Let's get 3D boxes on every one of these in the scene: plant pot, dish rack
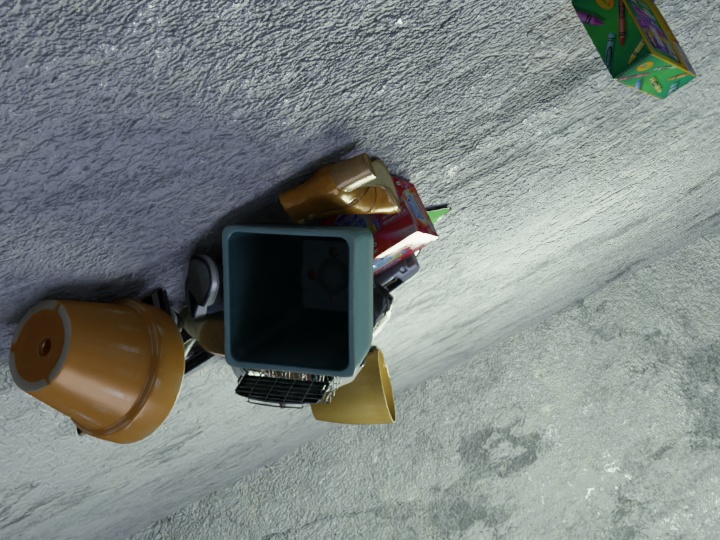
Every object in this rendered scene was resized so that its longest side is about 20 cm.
[{"bbox_3d":[-0.025,0.311,2.721,0.196,0.190,0.186,-14,166,7],"label":"plant pot"},{"bbox_3d":[-0.069,0.023,1.550,0.193,0.200,0.200,3,-169,18],"label":"plant pot"},{"bbox_3d":[-0.089,0.148,1.573,0.150,0.055,0.201,2,-152,18],"label":"dish rack"},{"bbox_3d":[-0.376,0.125,1.499,0.199,0.203,0.182,-32,149,23],"label":"plant pot"}]

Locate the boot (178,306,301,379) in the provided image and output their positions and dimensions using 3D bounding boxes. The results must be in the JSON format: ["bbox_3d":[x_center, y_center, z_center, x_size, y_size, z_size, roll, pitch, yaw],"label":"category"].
[{"bbox_3d":[-0.188,0.113,1.739,0.197,0.074,0.155,18,-179,-27],"label":"boot"}]

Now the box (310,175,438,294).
[{"bbox_3d":[0.007,-0.049,1.680,0.198,0.101,0.095,-31,163,21],"label":"box"}]

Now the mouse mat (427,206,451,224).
[{"bbox_3d":[0.056,-0.055,1.921,0.159,0.008,0.200,-12,159,-40],"label":"mouse mat"}]

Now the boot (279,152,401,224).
[{"bbox_3d":[-0.029,-0.103,1.531,0.142,0.072,0.201,-23,162,13],"label":"boot"}]

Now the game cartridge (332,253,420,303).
[{"bbox_3d":[0.000,0.000,1.770,0.199,0.135,0.040,-34,140,18],"label":"game cartridge"}]

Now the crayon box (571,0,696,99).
[{"bbox_3d":[0.355,-0.297,1.394,0.058,0.120,0.199,-33,163,29],"label":"crayon box"}]

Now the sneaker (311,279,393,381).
[{"bbox_3d":[-0.015,0.109,1.699,0.201,0.079,0.087,-58,-172,28],"label":"sneaker"}]

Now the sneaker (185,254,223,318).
[{"bbox_3d":[-0.179,0.014,1.603,0.143,0.078,0.202,-9,170,-16],"label":"sneaker"}]

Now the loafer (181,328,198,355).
[{"bbox_3d":[-0.313,0.129,1.801,0.198,0.073,0.073,-17,161,-34],"label":"loafer"}]

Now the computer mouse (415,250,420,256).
[{"bbox_3d":[0.067,-0.026,1.879,0.139,0.047,0.199,-13,172,-41],"label":"computer mouse"}]

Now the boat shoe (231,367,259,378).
[{"bbox_3d":[-0.196,0.184,2.206,0.056,0.069,0.199,-39,167,19],"label":"boat shoe"}]

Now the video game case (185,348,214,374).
[{"bbox_3d":[-0.264,0.146,1.937,0.179,0.026,0.200,-32,179,21],"label":"video game case"}]

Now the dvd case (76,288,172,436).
[{"bbox_3d":[-0.355,0.137,1.617,0.198,0.151,0.016,-31,146,18],"label":"dvd case"}]

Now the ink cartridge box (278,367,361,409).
[{"bbox_3d":[-0.104,0.110,1.836,0.144,0.202,0.083,-19,162,-23],"label":"ink cartridge box"}]

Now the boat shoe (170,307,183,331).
[{"bbox_3d":[-0.368,0.124,1.697,0.199,0.072,0.061,-29,161,2],"label":"boat shoe"}]
